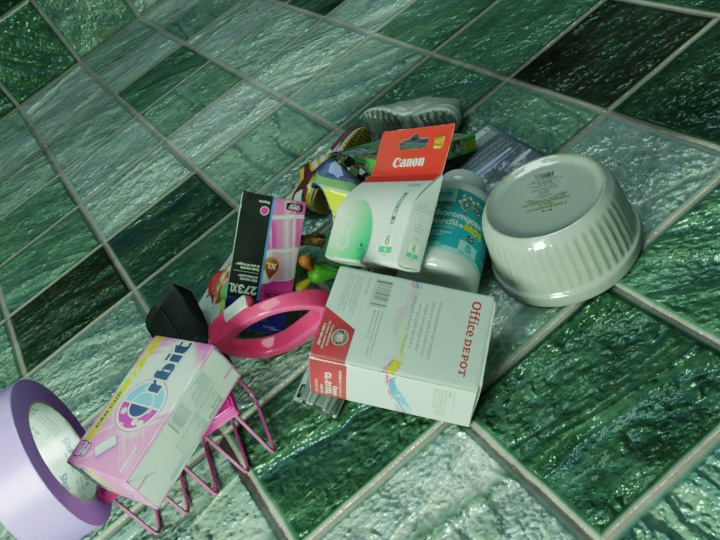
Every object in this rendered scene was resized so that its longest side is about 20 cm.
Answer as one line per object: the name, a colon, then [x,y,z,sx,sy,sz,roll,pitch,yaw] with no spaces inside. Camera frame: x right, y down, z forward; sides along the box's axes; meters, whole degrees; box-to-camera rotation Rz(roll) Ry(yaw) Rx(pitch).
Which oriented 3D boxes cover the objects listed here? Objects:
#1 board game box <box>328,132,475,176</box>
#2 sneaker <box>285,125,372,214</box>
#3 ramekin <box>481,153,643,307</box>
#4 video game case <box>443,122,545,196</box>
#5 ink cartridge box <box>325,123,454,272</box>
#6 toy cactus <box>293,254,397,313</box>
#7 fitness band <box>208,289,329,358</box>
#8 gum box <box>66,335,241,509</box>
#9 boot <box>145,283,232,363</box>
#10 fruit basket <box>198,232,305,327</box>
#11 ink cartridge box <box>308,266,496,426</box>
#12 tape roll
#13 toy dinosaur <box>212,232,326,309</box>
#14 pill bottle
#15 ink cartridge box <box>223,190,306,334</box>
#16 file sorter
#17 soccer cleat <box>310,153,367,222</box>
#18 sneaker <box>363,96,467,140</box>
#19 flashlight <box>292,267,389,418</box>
board game box: [0.067,-0.186,1.312,0.200,0.029,0.134,-22,26,-38]
sneaker: [-0.058,-0.187,1.477,0.090,0.075,0.200,12,54,38]
ramekin: [0.252,-0.060,1.074,0.200,0.105,0.200,-21,38,17]
video game case: [0.197,-0.153,1.294,0.143,0.019,0.200,-37,37,-4]
ink cartridge box: [0.037,-0.102,1.104,0.161,0.050,0.200,7,82,54]
toy cactus: [0.000,0.000,1.220,0.165,0.102,0.200,14,48,34]
fitness band: [-0.124,0.076,1.141,0.200,0.143,0.038,-36,57,44]
gum box: [-0.243,0.172,1.004,0.113,0.066,0.200,6,53,38]
boot: [-0.292,0.131,1.264,0.165,0.066,0.200,-44,47,0]
fruit basket: [-0.186,0.025,1.344,0.200,0.094,0.185,-16,36,47]
ink cartridge box: [0.052,0.090,1.005,0.200,0.083,0.146,12,49,8]
tape roll: [-0.382,0.232,0.994,0.066,0.200,0.200,-30,36,-2]
toy dinosaur: [-0.151,-0.035,1.245,0.200,0.060,0.106,-24,50,-7]
pill bottle: [0.123,-0.048,1.148,0.111,0.111,0.200,-8,45,30]
ink cartridge box: [-0.141,-0.009,1.209,0.037,0.094,0.200,-151,70,-81]
file sorter: [-0.230,0.226,1.095,0.200,0.125,0.139,-34,38,1]
soccer cleat: [0.005,-0.083,1.215,0.084,0.065,0.200,-47,70,18]
sneaker: [0.098,-0.268,1.471,0.200,0.075,0.082,6,37,34]
flashlight: [-0.013,0.097,1.109,0.068,0.068,0.200,6,66,43]
